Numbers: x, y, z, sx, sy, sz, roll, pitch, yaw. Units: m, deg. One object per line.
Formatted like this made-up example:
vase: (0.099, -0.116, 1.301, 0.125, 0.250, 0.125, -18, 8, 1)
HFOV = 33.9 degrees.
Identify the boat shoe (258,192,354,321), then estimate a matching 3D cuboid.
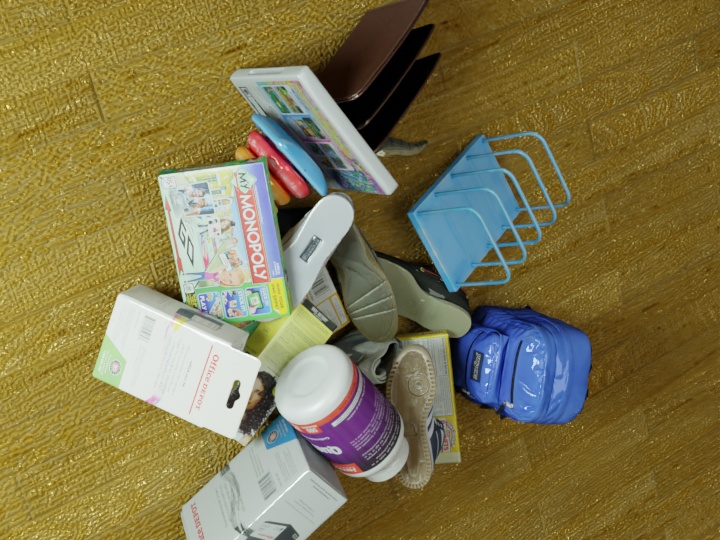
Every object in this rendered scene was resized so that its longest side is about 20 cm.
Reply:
boat shoe: (-0.078, -0.020, 1.518, 0.071, 0.070, 0.201, 36, 102, -5)

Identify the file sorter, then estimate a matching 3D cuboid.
file sorter: (0.191, -0.087, 1.677, 0.200, 0.122, 0.139, -48, 120, -35)

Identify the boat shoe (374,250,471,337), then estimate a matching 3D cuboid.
boat shoe: (0.074, 0.026, 1.699, 0.200, 0.063, 0.074, 29, 125, -20)

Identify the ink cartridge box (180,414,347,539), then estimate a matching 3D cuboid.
ink cartridge box: (-0.129, 0.306, 1.546, 0.200, 0.145, 0.084, -43, 120, 5)

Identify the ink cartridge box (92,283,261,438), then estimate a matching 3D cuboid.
ink cartridge box: (-0.216, 0.112, 1.456, 0.199, 0.067, 0.118, 24, 105, 10)

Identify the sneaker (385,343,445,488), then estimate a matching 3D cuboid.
sneaker: (0.080, 0.193, 1.664, 0.069, 0.108, 0.202, 2, 100, 13)

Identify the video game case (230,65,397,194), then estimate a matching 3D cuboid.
video game case: (-0.061, -0.178, 1.504, 0.024, 0.181, 0.200, -49, 119, -18)

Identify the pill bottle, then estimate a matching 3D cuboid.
pill bottle: (-0.017, 0.193, 1.537, 0.113, 0.112, 0.200, -50, 129, -13)

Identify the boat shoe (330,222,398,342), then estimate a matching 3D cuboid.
boat shoe: (-0.001, 0.000, 1.616, 0.071, 0.066, 0.202, -23, 105, 11)

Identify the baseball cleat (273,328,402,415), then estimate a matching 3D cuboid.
baseball cleat: (-0.032, 0.141, 1.628, 0.199, 0.106, 0.070, -36, 120, -18)

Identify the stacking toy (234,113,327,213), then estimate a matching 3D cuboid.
stacking toy: (-0.151, -0.090, 1.501, 0.200, 0.110, 0.116, -44, 129, 0)

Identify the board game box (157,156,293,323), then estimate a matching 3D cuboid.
board game box: (-0.165, -0.034, 1.462, 0.133, 0.029, 0.202, -7, 109, 8)

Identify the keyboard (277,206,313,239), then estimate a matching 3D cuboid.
keyboard: (-0.141, -0.067, 1.574, 0.198, 0.021, 0.128, -7, 108, -31)

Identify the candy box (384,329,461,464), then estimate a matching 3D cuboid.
candy box: (0.088, 0.188, 1.727, 0.101, 0.026, 0.202, -5, 105, 5)

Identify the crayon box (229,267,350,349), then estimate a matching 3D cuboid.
crayon box: (-0.124, 0.066, 1.583, 0.199, 0.051, 0.127, -34, 119, -19)

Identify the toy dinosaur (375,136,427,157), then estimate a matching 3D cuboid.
toy dinosaur: (0.015, -0.160, 1.636, 0.199, 0.047, 0.089, 12, 87, -35)

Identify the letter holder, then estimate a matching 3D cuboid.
letter holder: (0.032, -0.252, 1.542, 0.101, 0.142, 0.201, 47, 60, -26)

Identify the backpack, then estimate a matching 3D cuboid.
backpack: (0.232, 0.147, 1.733, 0.166, 0.199, 0.164, -2, 101, -31)

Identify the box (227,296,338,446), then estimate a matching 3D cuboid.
box: (-0.121, 0.125, 1.541, 0.075, 0.050, 0.201, 42, 81, -34)
